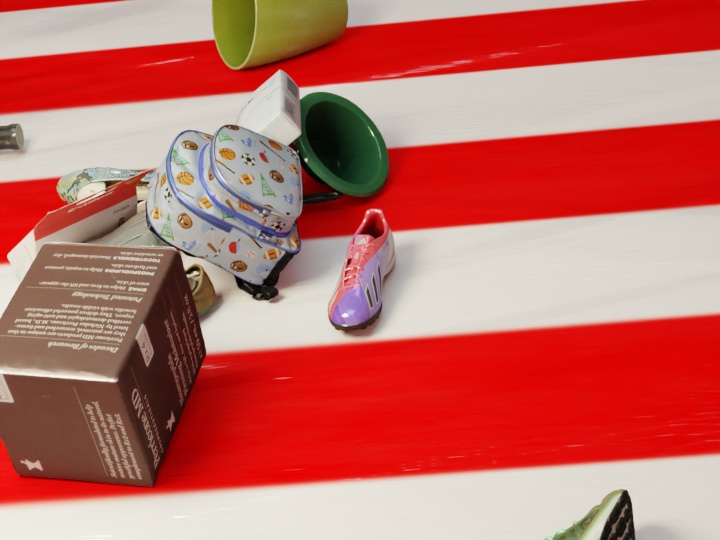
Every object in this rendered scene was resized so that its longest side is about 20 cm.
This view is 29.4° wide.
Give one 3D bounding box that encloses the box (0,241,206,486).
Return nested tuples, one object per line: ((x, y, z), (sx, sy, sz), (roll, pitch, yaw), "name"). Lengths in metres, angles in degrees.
((-0.281, 0.096, 1.461), (0.163, 0.167, 0.201), (3, 43, 13), "box")

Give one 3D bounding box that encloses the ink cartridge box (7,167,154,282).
((-0.354, -0.057, 1.767), (0.160, 0.050, 0.200), (-29, 3, -32), "ink cartridge box")

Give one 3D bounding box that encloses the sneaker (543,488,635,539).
((0.180, 0.257, 1.234), (0.088, 0.077, 0.200), (8, 31, 38), "sneaker")

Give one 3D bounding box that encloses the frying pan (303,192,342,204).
((-0.131, -0.094, 1.896), (0.189, 0.031, 0.115), (-16, 35, -19), "frying pan")

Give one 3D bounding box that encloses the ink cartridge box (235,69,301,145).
((-0.168, -0.173, 1.876), (0.200, 0.047, 0.160), (-37, 25, 15), "ink cartridge box")

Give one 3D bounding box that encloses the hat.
((-0.072, -0.146, 1.973), (0.165, 0.176, 0.201), (29, 45, -23), "hat")

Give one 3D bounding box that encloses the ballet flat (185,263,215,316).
((-0.248, 0.052, 1.643), (0.067, 0.073, 0.200), (19, 40, 34), "ballet flat")

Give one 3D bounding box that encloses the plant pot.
((-0.129, -0.442, 2.353), (0.199, 0.189, 0.187), (-6, 28, -29), "plant pot")

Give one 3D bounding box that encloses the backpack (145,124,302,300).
((-0.168, -0.088, 1.715), (0.189, 0.155, 0.201), (16, 36, -19), "backpack")

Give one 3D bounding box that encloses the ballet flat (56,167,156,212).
((-0.335, -0.107, 1.927), (0.198, 0.075, 0.074), (-5, 31, 7), "ballet flat")

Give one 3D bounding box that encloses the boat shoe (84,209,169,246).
((-0.298, -0.018, 1.782), (0.200, 0.070, 0.071), (-28, 47, -24), "boat shoe")

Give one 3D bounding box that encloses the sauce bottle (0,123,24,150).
((-0.627, -0.202, 2.138), (0.198, 0.065, 0.065), (-6, 31, 2), "sauce bottle")

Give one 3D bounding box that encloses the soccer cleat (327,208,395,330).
((0.000, 0.000, 1.678), (0.068, 0.074, 0.200), (2, 32, 14), "soccer cleat")
